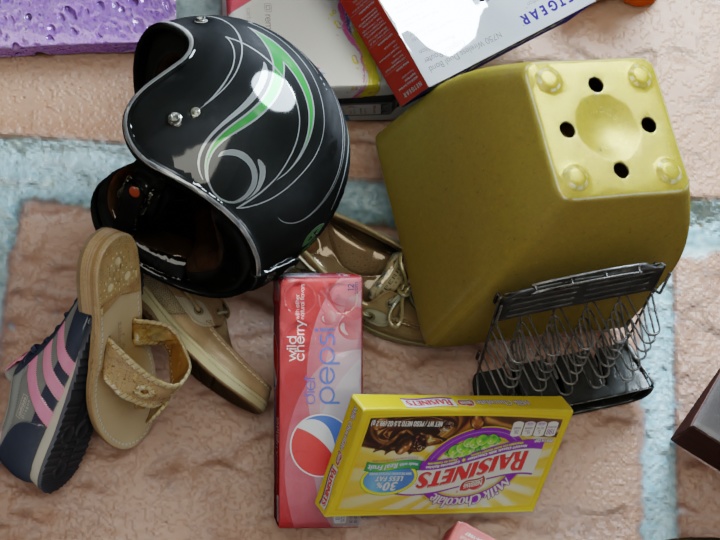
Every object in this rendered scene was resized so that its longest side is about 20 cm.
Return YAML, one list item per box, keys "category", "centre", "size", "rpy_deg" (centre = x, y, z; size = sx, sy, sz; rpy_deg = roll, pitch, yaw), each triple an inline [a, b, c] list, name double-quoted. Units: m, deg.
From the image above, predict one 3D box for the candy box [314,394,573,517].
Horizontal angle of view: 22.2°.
- category: "candy box"
  centre: [0.067, 0.145, 1.441]
  size: [0.200, 0.102, 0.026]
  rpy_deg: [3, 31, -31]

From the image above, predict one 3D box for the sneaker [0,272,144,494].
- category: "sneaker"
  centre: [-0.239, 0.070, 1.448]
  size: [0.082, 0.070, 0.200]
  rpy_deg: [25, 93, 23]

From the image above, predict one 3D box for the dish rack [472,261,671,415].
- category: "dish rack"
  centre: [0.168, 0.058, 1.458]
  size: [0.153, 0.200, 0.055]
  rpy_deg: [-12, 65, -10]

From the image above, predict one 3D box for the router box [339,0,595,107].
- category: "router box"
  centre: [0.072, -0.255, 1.509]
  size: [0.200, 0.049, 0.180]
  rpy_deg: [-31, 90, -32]

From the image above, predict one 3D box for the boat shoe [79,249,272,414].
- category: "boat shoe"
  centre: [-0.138, 0.033, 1.492]
  size: [0.200, 0.071, 0.065]
  rpy_deg: [44, 76, 7]

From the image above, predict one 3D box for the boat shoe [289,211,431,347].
- category: "boat shoe"
  centre: [0.000, 0.000, 1.520]
  size: [0.200, 0.063, 0.073]
  rpy_deg: [27, 74, 1]

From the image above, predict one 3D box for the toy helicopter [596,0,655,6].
- category: "toy helicopter"
  centre: [0.176, -0.295, 1.612]
  size: [0.200, 0.079, 0.133]
  rpy_deg: [-11, 77, -5]

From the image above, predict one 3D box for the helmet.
- category: "helmet"
  centre: [-0.105, -0.096, 1.413]
  size: [0.200, 0.200, 0.191]
  rpy_deg: [29, 56, 1]

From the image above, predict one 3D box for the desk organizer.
- category: "desk organizer"
  centre: [0.362, 0.158, 1.513]
  size: [0.200, 0.077, 0.072]
  rpy_deg: [32, 74, 2]

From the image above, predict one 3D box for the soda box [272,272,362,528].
- category: "soda box"
  centre: [-0.034, 0.102, 1.465]
  size: [0.070, 0.063, 0.200]
  rpy_deg: [0, 92, -6]

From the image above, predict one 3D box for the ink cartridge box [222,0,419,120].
- category: "ink cartridge box"
  centre: [-0.017, -0.208, 1.561]
  size: [0.200, 0.086, 0.148]
  rpy_deg: [-3, 75, -6]

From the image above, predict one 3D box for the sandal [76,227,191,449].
- category: "sandal"
  centre: [-0.165, 0.067, 1.409]
  size: [0.070, 0.212, 0.078]
  rpy_deg: [18, 42, 27]

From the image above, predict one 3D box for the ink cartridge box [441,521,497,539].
- category: "ink cartridge box"
  centre: [0.079, 0.315, 1.446]
  size: [0.116, 0.068, 0.200]
  rpy_deg: [28, 73, 2]

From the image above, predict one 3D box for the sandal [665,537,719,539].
- category: "sandal"
  centre: [0.326, 0.255, 1.494]
  size: [0.200, 0.080, 0.054]
  rpy_deg: [7, 96, -9]

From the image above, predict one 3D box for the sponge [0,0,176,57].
- category: "sponge"
  centre: [-0.257, -0.240, 1.570]
  size: [0.200, 0.030, 0.112]
  rpy_deg: [-3, 76, -8]

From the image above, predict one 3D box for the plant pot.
- category: "plant pot"
  centre: [0.151, -0.071, 1.455]
  size: [0.195, 0.200, 0.195]
  rpy_deg: [-5, 70, -23]
